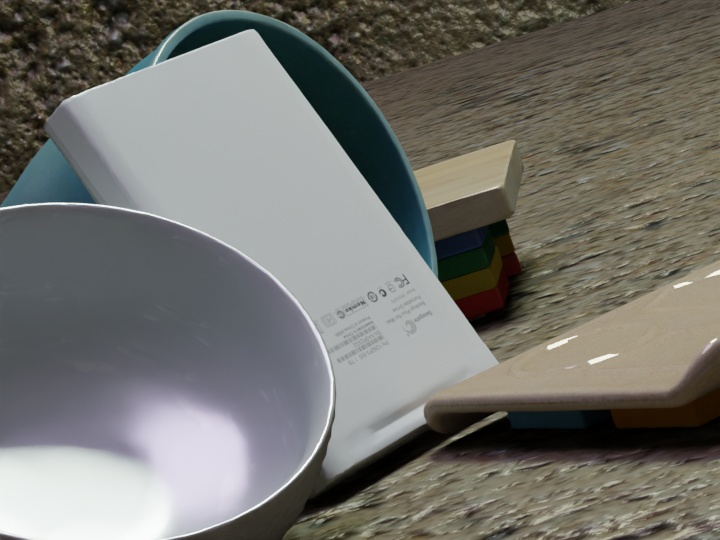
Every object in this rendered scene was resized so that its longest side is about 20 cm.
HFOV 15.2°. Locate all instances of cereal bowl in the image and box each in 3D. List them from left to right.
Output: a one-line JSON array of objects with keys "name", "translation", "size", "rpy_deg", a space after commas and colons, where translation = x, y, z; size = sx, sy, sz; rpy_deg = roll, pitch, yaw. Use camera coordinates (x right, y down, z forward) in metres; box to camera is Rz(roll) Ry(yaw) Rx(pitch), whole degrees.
[{"name": "cereal bowl", "translation": [-0.113, 0.066, 1.075], "size": [0.199, 0.084, 0.200], "rpy_deg": [8, 41, -7]}]

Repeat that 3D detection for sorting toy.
[{"name": "sorting toy", "translation": [0.000, 0.000, 1.524], "size": [0.199, 0.070, 0.199], "rpy_deg": [-18, 8, 8]}, {"name": "sorting toy", "translation": [0.148, 0.028, 1.134], "size": [0.185, 0.037, 0.200], "rpy_deg": [-23, 5, -32]}]

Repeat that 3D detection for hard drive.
[{"name": "hard drive", "translation": [-0.035, -0.007, 1.198], "size": [0.132, 0.200, 0.026], "rpy_deg": [-26, -14, -47]}]

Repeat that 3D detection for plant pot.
[{"name": "plant pot", "translation": [-0.096, 0.000, 1.335], "size": [0.188, 0.201, 0.200], "rpy_deg": [-25, 2, 37]}]
